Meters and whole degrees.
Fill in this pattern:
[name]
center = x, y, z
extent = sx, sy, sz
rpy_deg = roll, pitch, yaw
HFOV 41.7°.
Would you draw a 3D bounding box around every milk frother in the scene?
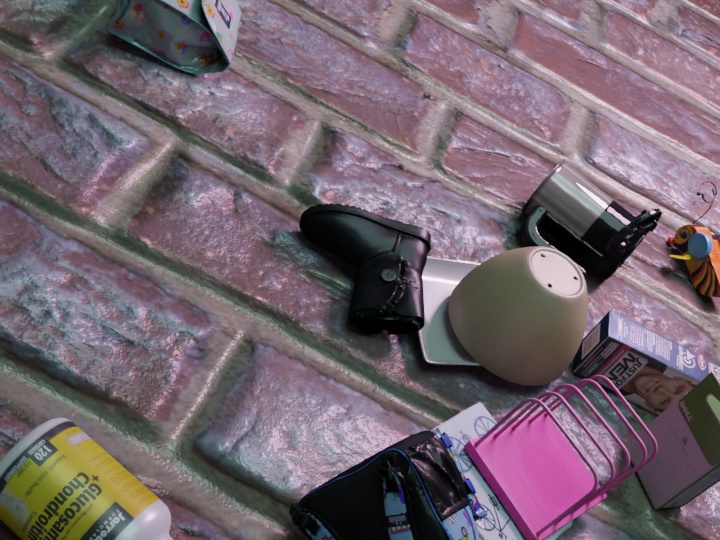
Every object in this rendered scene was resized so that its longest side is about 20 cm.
[milk frother]
center = 0.377, -0.096, 1.543
extent = 0.188, 0.200, 0.180
rpy_deg = 40, 47, 9

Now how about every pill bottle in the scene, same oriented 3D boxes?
[pill bottle]
center = -0.258, 0.246, 0.923
extent = 0.200, 0.112, 0.112
rpy_deg = 38, 43, 8

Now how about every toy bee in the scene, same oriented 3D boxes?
[toy bee]
center = 0.616, -0.042, 1.717
extent = 0.131, 0.109, 0.200
rpy_deg = 23, 67, -21

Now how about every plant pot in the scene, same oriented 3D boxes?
[plant pot]
center = 0.243, 0.043, 1.342
extent = 0.200, 0.134, 0.200
rpy_deg = 15, 45, -16

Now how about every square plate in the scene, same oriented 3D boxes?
[square plate]
center = 0.155, 0.066, 1.389
extent = 0.198, 0.028, 0.200
rpy_deg = 8, 48, -25

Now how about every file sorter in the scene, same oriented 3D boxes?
[file sorter]
center = 0.256, 0.219, 1.159
extent = 0.200, 0.125, 0.139
rpy_deg = -7, 56, -52

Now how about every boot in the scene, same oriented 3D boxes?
[boot]
center = 0.000, 0.000, 1.325
extent = 0.200, 0.076, 0.168
rpy_deg = 13, 52, -3

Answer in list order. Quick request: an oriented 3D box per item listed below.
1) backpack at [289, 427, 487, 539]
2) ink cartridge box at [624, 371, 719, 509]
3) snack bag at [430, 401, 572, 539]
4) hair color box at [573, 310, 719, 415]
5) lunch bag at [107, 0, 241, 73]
[backpack]
center = 0.052, 0.293, 1.016
extent = 0.135, 0.183, 0.200
rpy_deg = -14, 72, -58
[ink cartridge box]
center = 0.455, 0.231, 1.278
extent = 0.059, 0.200, 0.104
rpy_deg = 2, 50, -28
[snack bag]
center = 0.162, 0.262, 1.142
extent = 0.200, 0.021, 0.189
rpy_deg = 51, 31, 14
[hair color box]
center = 0.431, 0.149, 1.416
extent = 0.200, 0.100, 0.061
rpy_deg = 26, 43, -6
[lunch bag]
center = -0.286, -0.417, 1.524
extent = 0.200, 0.122, 0.170
rpy_deg = 23, 40, -21
